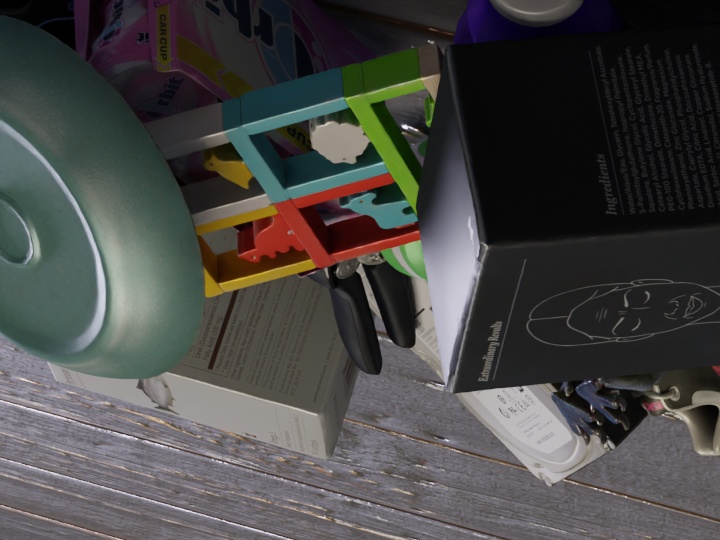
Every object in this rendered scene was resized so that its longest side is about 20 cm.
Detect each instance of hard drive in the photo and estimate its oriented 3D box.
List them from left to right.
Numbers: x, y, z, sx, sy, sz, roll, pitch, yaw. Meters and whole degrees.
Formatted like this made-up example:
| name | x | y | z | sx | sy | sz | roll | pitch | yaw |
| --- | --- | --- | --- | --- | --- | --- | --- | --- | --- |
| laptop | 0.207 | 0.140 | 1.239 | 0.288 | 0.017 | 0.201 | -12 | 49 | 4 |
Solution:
| name | x | y | z | sx | sy | sz | roll | pitch | yaw |
| --- | --- | --- | --- | --- | --- | --- | --- | --- | --- |
| hard drive | 0.075 | 0.040 | 1.664 | 0.200 | 0.038 | 0.140 | 47 | 161 | 1 |

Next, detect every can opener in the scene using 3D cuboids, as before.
| name | x | y | z | sx | sy | sz | roll | pitch | yaw |
| --- | --- | --- | --- | --- | --- | --- | --- | --- | --- |
| can opener | 0.000 | 0.000 | 1.603 | 0.079 | 0.063 | 0.200 | 55 | 177 | 34 |

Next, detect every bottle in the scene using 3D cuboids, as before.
| name | x | y | z | sx | sy | sz | roll | pitch | yaw |
| --- | --- | --- | --- | --- | --- | --- | --- | --- | --- |
| bottle | 0.087 | -0.102 | 1.309 | 0.083 | 0.065 | 0.200 | 9 | 162 | 8 |

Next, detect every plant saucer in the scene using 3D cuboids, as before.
| name | x | y | z | sx | sy | sz | roll | pitch | yaw |
| --- | --- | --- | --- | --- | --- | --- | --- | --- | --- |
| plant saucer | -0.159 | -0.026 | 1.325 | 0.200 | 0.036 | 0.200 | 29 | 137 | 31 |

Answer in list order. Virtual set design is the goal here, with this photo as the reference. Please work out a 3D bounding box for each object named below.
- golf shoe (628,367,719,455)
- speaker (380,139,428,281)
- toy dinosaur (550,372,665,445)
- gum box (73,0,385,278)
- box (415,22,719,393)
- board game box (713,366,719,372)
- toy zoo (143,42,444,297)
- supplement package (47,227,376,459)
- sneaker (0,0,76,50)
| name | x | y | z | sx | sy | sz | roll | pitch | yaw |
| --- | --- | --- | --- | --- | --- | --- | --- | --- | --- |
| golf shoe | 0.176 | 0.037 | 1.616 | 0.200 | 0.088 | 0.077 | 32 | 159 | -35 |
| speaker | 0.100 | -0.034 | 1.474 | 0.200 | 0.089 | 0.088 | -1 | 155 | 46 |
| toy dinosaur | 0.183 | 0.013 | 1.459 | 0.200 | 0.181 | 0.105 | 42 | 162 | 15 |
| gum box | -0.065 | -0.095 | 1.374 | 0.066 | 0.114 | 0.200 | -23 | 143 | 26 |
| box | 0.135 | -0.030 | 1.261 | 0.200 | 0.107 | 0.149 | -5 | 153 | -9 |
| board game box | 0.286 | 0.056 | 1.579 | 0.103 | 0.019 | 0.200 | -38 | 135 | 20 |
| toy zoo | -0.036 | -0.042 | 1.334 | 0.200 | 0.020 | 0.131 | -15 | 146 | 14 |
| supplement package | -0.100 | 0.034 | 1.825 | 0.200 | 0.118 | 0.117 | 16 | 163 | 8 |
| sneaker | -0.199 | -0.151 | 1.433 | 0.200 | 0.070 | 0.078 | 12 | 153 | 41 |
